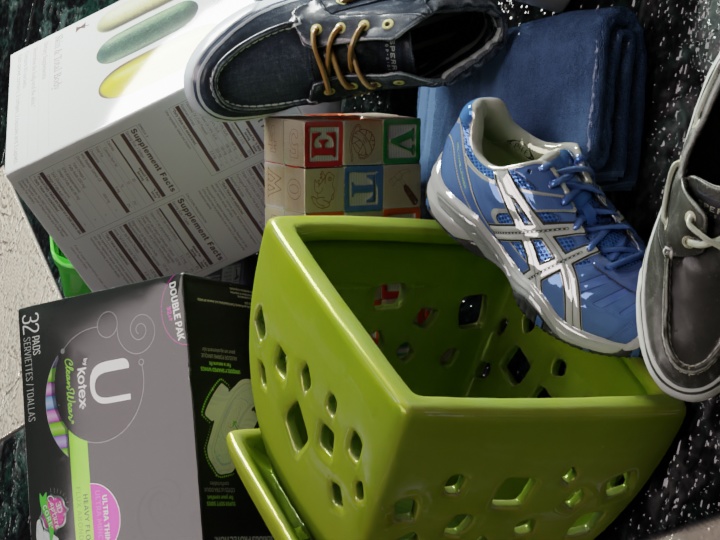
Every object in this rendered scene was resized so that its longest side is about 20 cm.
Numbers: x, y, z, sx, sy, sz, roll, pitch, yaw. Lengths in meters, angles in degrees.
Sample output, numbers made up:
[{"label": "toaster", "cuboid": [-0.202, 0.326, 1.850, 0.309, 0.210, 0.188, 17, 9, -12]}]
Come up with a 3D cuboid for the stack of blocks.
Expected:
[{"label": "stack of blocks", "cuboid": [0.000, 0.000, 1.266, 0.058, 0.114, 0.202, 13, 105, 59]}]

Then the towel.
[{"label": "towel", "cuboid": [0.105, -0.102, 1.229, 0.199, 0.048, 0.113, -3, 79, 58]}]

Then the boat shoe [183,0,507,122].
[{"label": "boat shoe", "cuboid": [-0.009, -0.139, 1.213, 0.091, 0.199, 0.071, 40, 148, 61]}]

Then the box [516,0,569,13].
[{"label": "box", "cuboid": [0.063, -0.280, 1.247, 0.107, 0.151, 0.201, -57, 39, 33]}]

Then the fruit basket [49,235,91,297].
[{"label": "fruit basket", "cuboid": [-0.185, -0.095, 1.613, 0.215, 0.154, 0.218, 180, 90, -73]}]

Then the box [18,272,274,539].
[{"label": "box", "cuboid": [-0.132, 0.118, 1.300, 0.147, 0.124, 0.202, -12, 77, 31]}]

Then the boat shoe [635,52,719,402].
[{"label": "boat shoe", "cuboid": [0.189, -0.030, 1.035, 0.064, 0.070, 0.202, 11, -90, -79]}]

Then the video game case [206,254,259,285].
[{"label": "video game case", "cuboid": [-0.116, 0.093, 1.451, 0.142, 0.019, 0.202, -8, 77, 62]}]

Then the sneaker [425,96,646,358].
[{"label": "sneaker", "cuboid": [0.114, -0.024, 1.116, 0.200, 0.075, 0.078, 39, 137, 28]}]

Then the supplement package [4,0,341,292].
[{"label": "supplement package", "cuboid": [-0.127, -0.101, 1.376, 0.198, 0.151, 0.153, -24, 39, 11]}]

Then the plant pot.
[{"label": "plant pot", "cuboid": [0.041, 0.097, 1.146, 0.200, 0.197, 0.183, 52, 131, 48]}]
